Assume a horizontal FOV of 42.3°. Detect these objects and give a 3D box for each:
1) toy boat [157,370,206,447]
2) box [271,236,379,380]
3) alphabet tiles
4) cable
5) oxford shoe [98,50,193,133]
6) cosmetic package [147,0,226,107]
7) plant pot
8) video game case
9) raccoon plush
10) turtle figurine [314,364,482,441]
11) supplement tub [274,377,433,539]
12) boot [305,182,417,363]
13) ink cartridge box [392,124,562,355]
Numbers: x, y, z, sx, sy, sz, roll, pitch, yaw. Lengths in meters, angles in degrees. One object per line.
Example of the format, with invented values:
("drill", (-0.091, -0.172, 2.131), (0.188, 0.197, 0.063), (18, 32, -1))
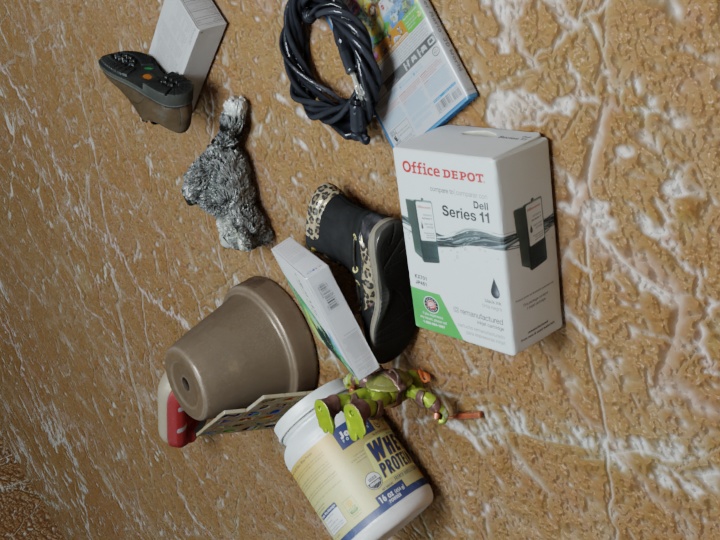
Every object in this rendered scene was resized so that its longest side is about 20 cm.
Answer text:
("toy boat", (-0.272, 0.222, 1.608), (0.129, 0.131, 0.202), (17, 130, 10))
("box", (-0.048, 0.043, 1.166), (0.146, 0.036, 0.200), (63, 171, -17))
("alphabet tiles", (-0.131, 0.206, 1.351), (0.200, 0.165, 0.008), (-41, 56, 54))
("cable", (-0.044, -0.239, 1.038), (0.200, 0.050, 0.165), (49, 156, 39))
("oxford shoe", (-0.305, -0.248, 1.304), (0.199, 0.072, 0.085), (38, 140, 35))
("cosmetic package", (-0.249, -0.304, 1.302), (0.083, 0.050, 0.200), (59, 145, 14))
("plant pot", (-0.186, 0.130, 1.368), (0.199, 0.173, 0.203), (29, 130, 41))
("video game case", (0.035, -0.239, 0.989), (0.143, 0.018, 0.202), (-34, 82, 56))
("raccoon plush", (-0.167, -0.117, 1.275), (0.134, 0.096, 0.201), (41, 139, 20))
("turtle figurine", (0.034, 0.151, 1.114), (0.198, 0.160, 0.065), (19, 115, 39))
("supplement tub", (-0.012, 0.259, 1.234), (0.201, 0.143, 0.145), (53, 144, 17))
("boot", (0.000, 0.000, 1.130), (0.150, 0.073, 0.202), (37, 144, 42))
("ink cartridge box", (0.118, -0.035, 0.940), (0.146, 0.082, 0.203), (14, 120, 48))
